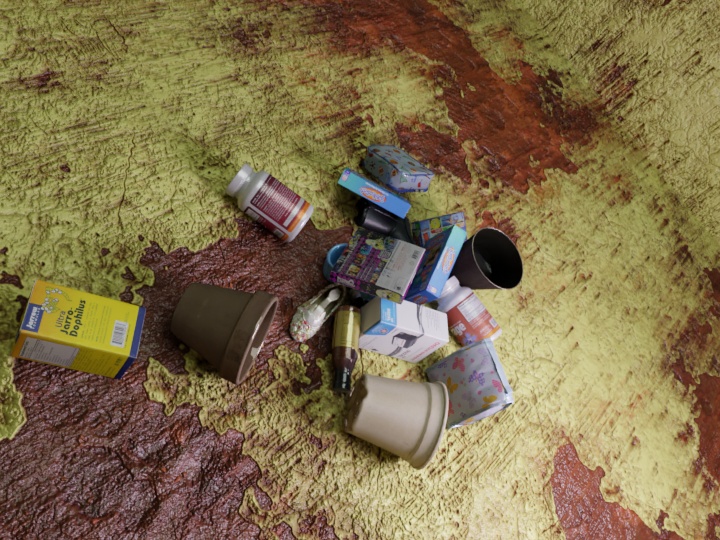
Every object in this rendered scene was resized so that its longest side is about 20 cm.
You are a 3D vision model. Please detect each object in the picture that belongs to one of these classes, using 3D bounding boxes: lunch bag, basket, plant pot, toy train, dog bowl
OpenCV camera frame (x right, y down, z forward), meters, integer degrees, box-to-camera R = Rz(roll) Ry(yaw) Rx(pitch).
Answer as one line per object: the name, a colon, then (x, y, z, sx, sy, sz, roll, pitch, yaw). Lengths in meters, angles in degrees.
lunch bag: (0.113, -0.293, 1.974, 0.160, 0.076, 0.200, -6, 39, -41)
basket: (0.319, -0.016, 1.858, 0.136, 0.200, 0.180, -42, 99, -24)
lunch bag: (0.281, 0.278, 1.668, 0.127, 0.200, 0.170, -4, 63, -38)
plant pot: (0.069, 0.317, 1.506, 0.183, 0.201, 0.201, 20, 50, -12)
plant pot: (-0.285, 0.110, 1.385, 0.174, 0.200, 0.200, 23, 47, 0)
toy train: (0.066, 0.107, 1.740, 0.200, 0.034, 0.046, 13, 58, -29)
dog bowl: (0.000, 0.000, 1.688, 0.200, 0.050, 0.112, 27, 55, 17)

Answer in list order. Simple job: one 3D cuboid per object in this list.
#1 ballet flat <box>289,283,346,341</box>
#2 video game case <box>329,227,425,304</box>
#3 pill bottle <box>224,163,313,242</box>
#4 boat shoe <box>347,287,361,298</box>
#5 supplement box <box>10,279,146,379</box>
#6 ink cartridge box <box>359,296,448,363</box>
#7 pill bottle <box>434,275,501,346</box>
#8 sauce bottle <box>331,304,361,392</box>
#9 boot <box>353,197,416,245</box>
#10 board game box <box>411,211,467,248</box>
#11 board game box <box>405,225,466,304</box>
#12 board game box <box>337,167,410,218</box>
ballet flat: (-0.098, 0.088, 1.609, 0.076, 0.064, 0.200, 44, 45, -5)
video game case: (0.044, -0.015, 1.635, 0.181, 0.036, 0.200, 18, 40, 9)
pill bottle: (-0.223, -0.168, 1.653, 0.200, 0.113, 0.113, 36, 46, -12)
boat shoe: (0.047, 0.012, 1.759, 0.200, 0.070, 0.066, -21, 67, -26)
supplement box: (-0.515, 0.111, 1.247, 0.200, 0.109, 0.110, 19, 52, -26)
ink cartridge box: (0.093, 0.144, 1.655, 0.200, 0.145, 0.084, 18, 52, -26)
pill bottle: (0.280, 0.118, 1.838, 0.112, 0.112, 0.200, -32, 82, -45)
sauce bottle: (-0.036, 0.182, 1.583, 0.066, 0.066, 0.200, 18, 65, -27)
boot: (0.062, -0.098, 1.843, 0.168, 0.076, 0.200, 20, 44, -30)
board game box: (0.232, -0.088, 1.954, 0.200, 0.034, 0.136, -15, 99, -42)
board game box: (0.191, -0.008, 1.781, 0.045, 0.152, 0.200, 31, 69, -13)
board game box: (0.037, -0.214, 1.848, 0.200, 0.045, 0.152, 28, 10, -4)
